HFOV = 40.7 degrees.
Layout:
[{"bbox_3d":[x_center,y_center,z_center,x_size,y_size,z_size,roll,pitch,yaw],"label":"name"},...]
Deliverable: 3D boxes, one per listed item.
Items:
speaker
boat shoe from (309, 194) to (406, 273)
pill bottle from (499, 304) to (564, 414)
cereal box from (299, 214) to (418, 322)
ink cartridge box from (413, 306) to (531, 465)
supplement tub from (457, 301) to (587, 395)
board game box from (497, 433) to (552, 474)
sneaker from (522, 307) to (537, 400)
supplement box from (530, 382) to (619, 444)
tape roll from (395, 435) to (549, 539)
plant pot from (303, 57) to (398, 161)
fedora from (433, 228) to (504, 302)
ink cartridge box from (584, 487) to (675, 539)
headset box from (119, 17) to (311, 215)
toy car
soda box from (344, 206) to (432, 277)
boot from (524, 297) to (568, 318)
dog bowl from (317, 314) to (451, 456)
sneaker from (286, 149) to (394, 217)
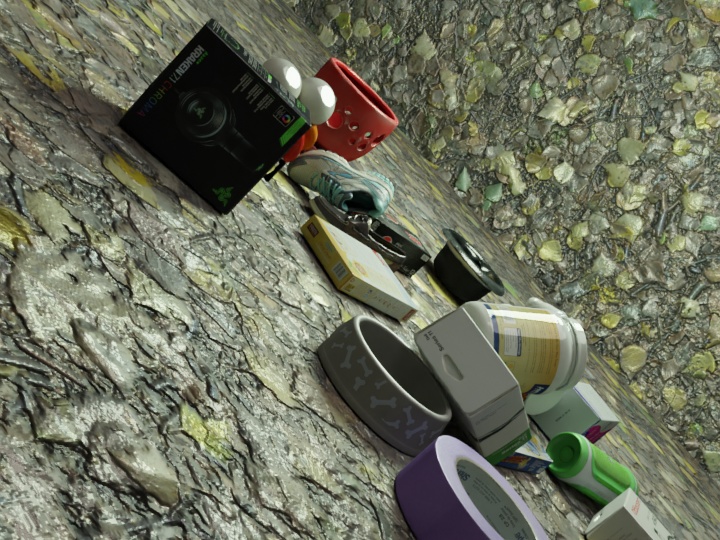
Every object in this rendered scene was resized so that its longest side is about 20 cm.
[{"bbox_3d":[0.401,0.349,1.674,0.200,0.088,0.089,36,16,-37],"label":"speaker"},{"bbox_3d":[-0.003,-0.069,1.707,0.200,0.065,0.072,43,15,-9],"label":"boat shoe"},{"bbox_3d":[0.295,0.168,1.820,0.114,0.114,0.200,32,19,-45],"label":"pill bottle"},{"bbox_3d":[0.000,0.000,1.567,0.200,0.040,0.144,31,20,-51],"label":"cereal box"},{"bbox_3d":[0.156,0.162,1.333,0.147,0.083,0.200,56,-4,32],"label":"ink cartridge box"},{"bbox_3d":[0.255,0.129,1.592,0.199,0.145,0.145,7,29,-20],"label":"supplement tub"},{"bbox_3d":[0.213,0.245,1.506,0.200,0.034,0.136,26,24,-56],"label":"board game box"},{"bbox_3d":[0.273,0.148,1.708,0.078,0.201,0.075,26,-26,-3],"label":"sneaker"},{"bbox_3d":[0.417,0.284,1.883,0.103,0.101,0.200,51,14,22],"label":"supplement box"},{"bbox_3d":[0.130,0.281,1.074,0.200,0.066,0.200,43,13,-12],"label":"tape roll"},{"bbox_3d":[-0.049,-0.320,2.060,0.200,0.182,0.201,44,13,-12],"label":"plant pot"},{"bbox_3d":[0.226,0.003,2.150,0.201,0.092,0.201,43,13,-12],"label":"fedora"},{"bbox_3d":[0.457,0.456,1.527,0.200,0.084,0.146,50,14,13],"label":"ink cartridge box"},{"bbox_3d":[-0.185,-0.200,1.295,0.200,0.174,0.093,43,12,-18],"label":"headset box"},{"bbox_3d":[-0.153,-0.267,1.693,0.200,0.174,0.151,20,67,-48],"label":"toy car"},{"bbox_3d":[0.050,-0.061,1.857,0.200,0.063,0.071,32,19,-48],"label":"soda box"},{"bbox_3d":[0.345,0.154,1.917,0.073,0.201,0.096,-2,26,-35],"label":"boot"},{"bbox_3d":[0.036,0.138,1.223,0.200,0.059,0.200,42,13,-12],"label":"dog bowl"},{"bbox_3d":[-0.039,-0.153,1.742,0.199,0.078,0.087,17,41,-1],"label":"sneaker"}]
